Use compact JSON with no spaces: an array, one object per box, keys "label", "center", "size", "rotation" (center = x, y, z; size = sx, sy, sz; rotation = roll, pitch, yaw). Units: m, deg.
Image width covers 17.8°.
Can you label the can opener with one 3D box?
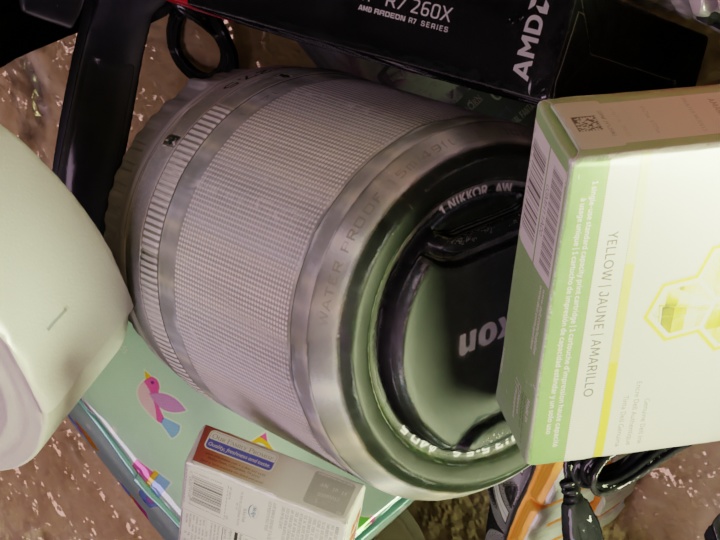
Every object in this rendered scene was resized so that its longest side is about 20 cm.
[{"label":"can opener","center":[-0.117,-0.096,1.034],"size":[0.079,0.063,0.200],"rotation":[9,119,-3]}]

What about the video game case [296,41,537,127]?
[{"label":"video game case","center":[0.028,-0.121,1.049],"size":[0.200,0.019,0.143],"rotation":[50,137,3]}]

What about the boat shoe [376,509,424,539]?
[{"label":"boat shoe","center":[-0.041,0.090,1.206],"size":[0.202,0.072,0.060],"rotation":[56,162,3]}]

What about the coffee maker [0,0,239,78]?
[{"label":"coffee maker","center":[-0.176,-0.136,1.082],"size":[0.192,0.200,0.135],"rotation":[44,137,10]}]

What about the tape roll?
[{"label":"tape roll","center":[-0.203,-0.002,1.016],"size":[0.202,0.071,0.202],"rotation":[25,146,18]}]

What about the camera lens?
[{"label":"camera lens","center":[0.000,0.000,0.990],"size":[0.200,0.160,0.160],"rotation":[22,131,51]}]

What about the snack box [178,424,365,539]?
[{"label":"snack box","center":[-0.045,0.140,1.004],"size":[0.072,0.024,0.200],"rotation":[20,144,7]}]

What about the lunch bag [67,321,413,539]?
[{"label":"lunch bag","center":[-0.052,0.059,1.138],"size":[0.200,0.160,0.077],"rotation":[50,167,2]}]

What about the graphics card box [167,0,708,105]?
[{"label":"graphics card box","center":[0.028,-0.105,0.952],"size":[0.200,0.125,0.051],"rotation":[20,96,33]}]

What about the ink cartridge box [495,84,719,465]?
[{"label":"ink cartridge box","center":[0.157,-0.005,0.887],"size":[0.048,0.200,0.146],"rotation":[-115,24,-51]}]

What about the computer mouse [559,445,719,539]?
[{"label":"computer mouse","center":[0.170,0.144,1.028],"size":[0.140,0.046,0.200],"rotation":[-18,106,10]}]

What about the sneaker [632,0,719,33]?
[{"label":"sneaker","center":[0.125,-0.144,0.922],"size":[0.200,0.075,0.081],"rotation":[26,98,39]}]

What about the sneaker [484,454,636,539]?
[{"label":"sneaker","center":[0.087,0.064,1.083],"size":[0.077,0.078,0.200],"rotation":[35,129,32]}]
